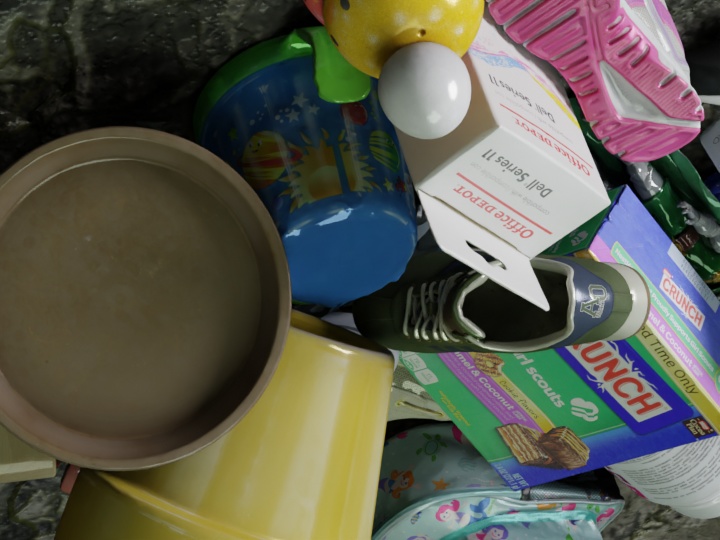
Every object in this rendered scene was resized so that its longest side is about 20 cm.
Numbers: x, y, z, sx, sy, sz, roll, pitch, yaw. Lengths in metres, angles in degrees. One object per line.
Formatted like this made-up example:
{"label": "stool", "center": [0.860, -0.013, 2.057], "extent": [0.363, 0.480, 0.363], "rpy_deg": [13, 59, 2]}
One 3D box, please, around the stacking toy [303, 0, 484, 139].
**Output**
{"label": "stacking toy", "center": [0.021, -0.153, 1.224], "extent": [0.146, 0.200, 0.146], "rpy_deg": [-8, 141, -7]}

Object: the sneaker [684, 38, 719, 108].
{"label": "sneaker", "center": [0.292, -0.163, 1.448], "extent": [0.200, 0.076, 0.088], "rpy_deg": [-11, 114, 4]}

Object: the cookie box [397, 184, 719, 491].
{"label": "cookie box", "center": [0.138, 0.049, 1.526], "extent": [0.200, 0.075, 0.171], "rpy_deg": [-22, 117, 42]}

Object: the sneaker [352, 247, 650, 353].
{"label": "sneaker", "center": [0.070, 0.018, 1.402], "extent": [0.200, 0.067, 0.090], "rpy_deg": [-2, 178, 29]}

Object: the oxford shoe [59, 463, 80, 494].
{"label": "oxford shoe", "center": [-0.126, 0.075, 1.524], "extent": [0.075, 0.070, 0.200], "rpy_deg": [28, 106, -4]}

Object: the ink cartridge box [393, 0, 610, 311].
{"label": "ink cartridge box", "center": [0.075, -0.086, 1.334], "extent": [0.067, 0.200, 0.117], "rpy_deg": [-36, 139, 24]}

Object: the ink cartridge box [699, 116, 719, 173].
{"label": "ink cartridge box", "center": [0.333, -0.023, 1.503], "extent": [0.200, 0.176, 0.045], "rpy_deg": [4, 141, -45]}

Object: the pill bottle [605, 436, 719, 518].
{"label": "pill bottle", "center": [0.224, 0.109, 1.713], "extent": [0.113, 0.113, 0.200], "rpy_deg": [-31, 141, 18]}

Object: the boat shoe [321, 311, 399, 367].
{"label": "boat shoe", "center": [-0.072, 0.080, 1.555], "extent": [0.200, 0.066, 0.070], "rpy_deg": [-8, 114, 23]}

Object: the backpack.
{"label": "backpack", "center": [0.084, 0.201, 1.759], "extent": [0.200, 0.151, 0.178], "rpy_deg": [10, 137, -25]}

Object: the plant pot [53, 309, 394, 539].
{"label": "plant pot", "center": [-0.069, 0.119, 1.422], "extent": [0.201, 0.201, 0.189], "rpy_deg": [17, 94, -36]}

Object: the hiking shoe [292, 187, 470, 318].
{"label": "hiking shoe", "center": [0.000, 0.000, 1.519], "extent": [0.200, 0.074, 0.087], "rpy_deg": [-30, 141, 16]}

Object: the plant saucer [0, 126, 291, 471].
{"label": "plant saucer", "center": [-0.140, 0.016, 1.329], "extent": [0.200, 0.200, 0.029], "rpy_deg": [-15, -179, -2]}

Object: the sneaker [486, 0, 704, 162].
{"label": "sneaker", "center": [0.133, -0.160, 1.366], "extent": [0.081, 0.088, 0.200], "rpy_deg": [-25, 121, 19]}

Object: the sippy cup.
{"label": "sippy cup", "center": [-0.025, -0.055, 1.394], "extent": [0.140, 0.130, 0.178], "rpy_deg": [-28, 141, 13]}

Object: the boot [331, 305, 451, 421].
{"label": "boot", "center": [0.012, 0.097, 1.649], "extent": [0.200, 0.072, 0.155], "rpy_deg": [26, 125, -33]}

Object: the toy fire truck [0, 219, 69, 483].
{"label": "toy fire truck", "center": [-0.217, 0.035, 1.445], "extent": [0.129, 0.176, 0.200], "rpy_deg": [-6, -176, -14]}

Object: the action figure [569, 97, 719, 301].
{"label": "action figure", "center": [0.194, -0.037, 1.512], "extent": [0.118, 0.055, 0.200], "rpy_deg": [-28, 120, 33]}

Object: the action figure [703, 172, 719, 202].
{"label": "action figure", "center": [0.222, 0.002, 1.596], "extent": [0.200, 0.065, 0.099], "rpy_deg": [-27, 108, 15]}
